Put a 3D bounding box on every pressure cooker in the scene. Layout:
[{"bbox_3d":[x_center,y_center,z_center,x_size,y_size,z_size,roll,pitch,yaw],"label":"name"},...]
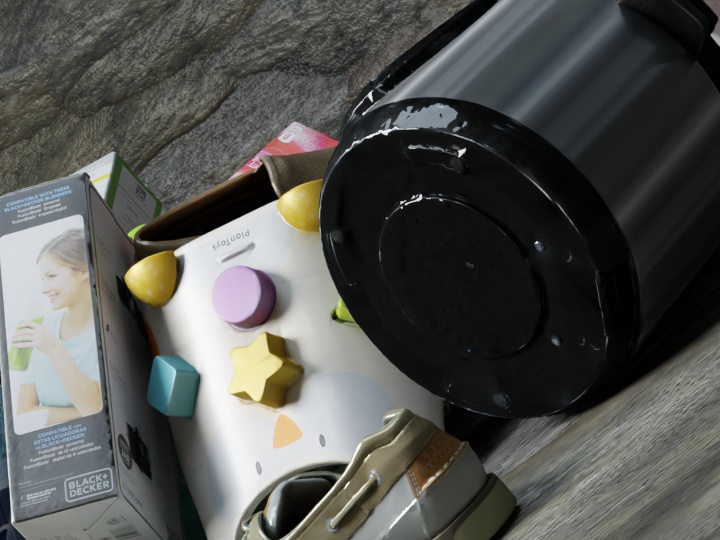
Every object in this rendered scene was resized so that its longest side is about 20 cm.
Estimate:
[{"bbox_3d":[0.095,-0.046,1.038,0.175,0.179,0.200,0,32,41],"label":"pressure cooker"}]

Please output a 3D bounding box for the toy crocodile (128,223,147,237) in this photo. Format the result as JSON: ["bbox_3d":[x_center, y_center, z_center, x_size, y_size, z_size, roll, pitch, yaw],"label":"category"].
[{"bbox_3d":[-0.090,0.055,1.385,0.062,0.200,0.068,-44,0,3],"label":"toy crocodile"}]

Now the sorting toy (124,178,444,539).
[{"bbox_3d":[-0.031,0.066,1.099,0.199,0.181,0.107,-25,-32,19],"label":"sorting toy"}]

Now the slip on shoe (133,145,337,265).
[{"bbox_3d":[-0.036,-0.039,1.206,0.199,0.061,0.076,-26,38,-1],"label":"slip on shoe"}]

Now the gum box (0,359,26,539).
[{"bbox_3d":[-0.206,0.165,1.171,0.170,0.044,0.201,62,-148,-70],"label":"gum box"}]

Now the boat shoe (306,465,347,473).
[{"bbox_3d":[0.020,0.058,1.313,0.200,0.063,0.073,-42,4,-17],"label":"boat shoe"}]

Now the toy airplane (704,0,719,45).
[{"bbox_3d":[0.274,-0.226,1.433,0.200,0.141,0.199,-39,6,19],"label":"toy airplane"}]

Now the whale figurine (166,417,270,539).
[{"bbox_3d":[-0.090,0.104,1.225,0.200,0.103,0.160,-46,43,32],"label":"whale figurine"}]

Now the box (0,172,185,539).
[{"bbox_3d":[-0.148,0.063,1.157,0.060,0.201,0.117,-15,-31,8],"label":"box"}]

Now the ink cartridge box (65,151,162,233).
[{"bbox_3d":[-0.202,0.018,1.441,0.103,0.059,0.201,-27,33,24],"label":"ink cartridge box"}]

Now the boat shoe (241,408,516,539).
[{"bbox_3d":[-0.017,0.125,0.969,0.200,0.068,0.075,-37,5,35],"label":"boat shoe"}]

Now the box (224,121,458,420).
[{"bbox_3d":[0.000,0.000,1.270,0.100,0.096,0.200,-42,40,-18],"label":"box"}]
